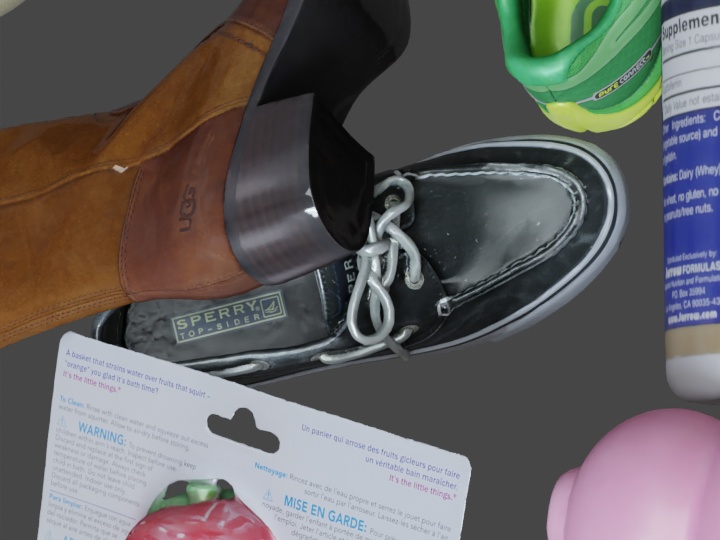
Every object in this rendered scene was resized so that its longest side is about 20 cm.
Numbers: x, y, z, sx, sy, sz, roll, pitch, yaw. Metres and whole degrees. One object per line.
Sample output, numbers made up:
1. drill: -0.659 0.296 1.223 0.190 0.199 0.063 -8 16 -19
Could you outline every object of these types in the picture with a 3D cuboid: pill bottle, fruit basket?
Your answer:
1. pill bottle: 0.161 -0.055 1.034 0.115 0.116 0.201 0 85 7
2. fruit basket: -0.044 0.138 1.031 0.185 0.094 0.201 14 96 37

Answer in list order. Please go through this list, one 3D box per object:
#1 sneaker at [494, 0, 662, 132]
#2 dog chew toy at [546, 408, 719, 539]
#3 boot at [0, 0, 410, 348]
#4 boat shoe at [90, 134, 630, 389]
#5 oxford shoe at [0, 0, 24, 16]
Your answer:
1. sneaker: 0.082 -0.152 1.064 0.074 0.083 0.201 -3 84 25
2. dog chew toy: 0.157 0.091 0.953 0.199 0.124 0.125 9 86 19
3. boot: -0.083 -0.052 1.089 0.199 0.068 0.189 -16 53 27
4. boat shoe: -0.001 -0.003 1.074 0.198 0.068 0.074 -12 84 6
5. oxford shoe: -0.197 -0.063 1.116 0.199 0.071 0.074 -28 107 4
